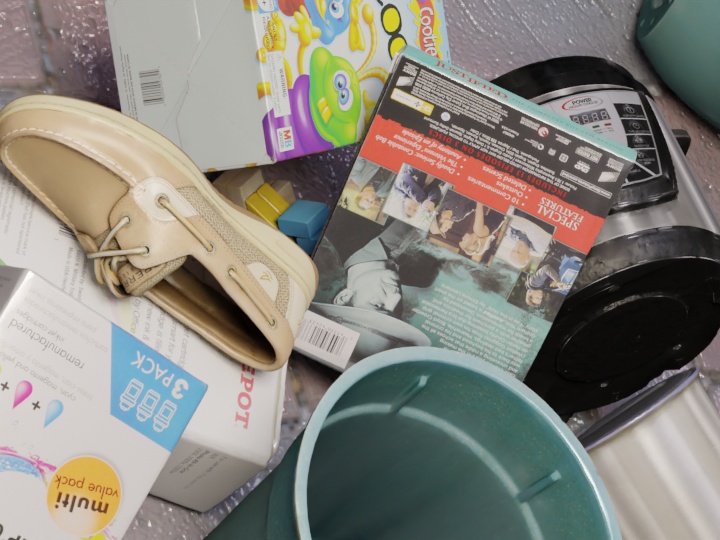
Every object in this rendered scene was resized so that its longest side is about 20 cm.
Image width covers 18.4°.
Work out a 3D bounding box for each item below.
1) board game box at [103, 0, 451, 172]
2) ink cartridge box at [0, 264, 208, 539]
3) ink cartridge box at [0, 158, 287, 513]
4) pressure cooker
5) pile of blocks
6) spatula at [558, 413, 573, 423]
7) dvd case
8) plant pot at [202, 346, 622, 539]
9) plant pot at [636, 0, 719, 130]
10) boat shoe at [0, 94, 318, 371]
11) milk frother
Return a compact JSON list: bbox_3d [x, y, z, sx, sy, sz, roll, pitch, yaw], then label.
[{"bbox_3d":[-0.041,-0.121,1.286,0.199,0.102,0.106,-19,102,-56],"label":"board game box"},{"bbox_3d":[-0.178,0.112,1.099,0.115,0.068,0.201,33,80,-22],"label":"ink cartridge box"},{"bbox_3d":[-0.143,0.028,1.223,0.199,0.087,0.146,21,55,-23],"label":"ink cartridge box"},{"bbox_3d":[0.123,-0.034,1.386,0.176,0.178,0.201,30,31,-52],"label":"pressure cooker"},{"bbox_3d":[0.000,0.000,1.345,0.200,0.082,0.062,47,48,-3],"label":"pile of blocks"},{"bbox_3d":[0.098,0.116,1.391,0.057,0.020,0.200,54,46,-6],"label":"spatula"},{"bbox_3d":[0.051,-0.012,1.263,0.145,0.201,0.022,24,27,0],"label":"dvd case"},{"bbox_3d":[0.002,0.171,1.171,0.199,0.196,0.202,18,56,-28],"label":"plant pot"},{"bbox_3d":[0.296,-0.186,1.598,0.160,0.201,0.202,26,51,-6],"label":"plant pot"},{"bbox_3d":[-0.109,-0.020,1.168,0.199,0.071,0.065,33,50,-18],"label":"boat shoe"},{"bbox_3d":[0.209,0.167,1.315,0.180,0.200,0.189,-32,89,-39],"label":"milk frother"}]
